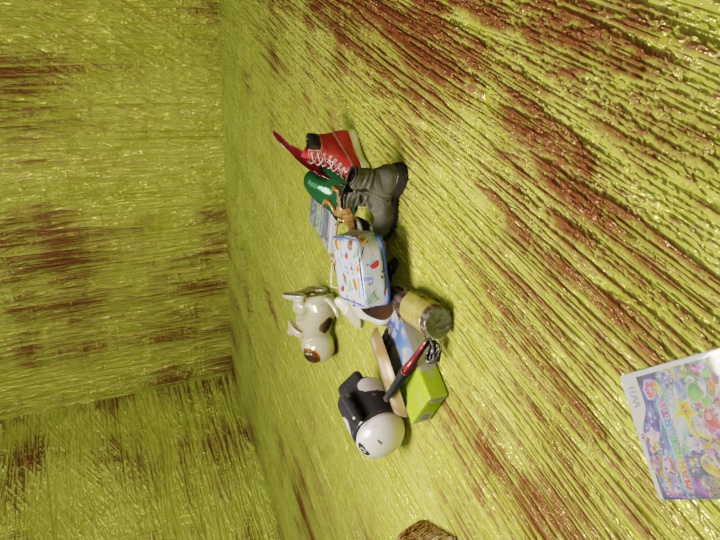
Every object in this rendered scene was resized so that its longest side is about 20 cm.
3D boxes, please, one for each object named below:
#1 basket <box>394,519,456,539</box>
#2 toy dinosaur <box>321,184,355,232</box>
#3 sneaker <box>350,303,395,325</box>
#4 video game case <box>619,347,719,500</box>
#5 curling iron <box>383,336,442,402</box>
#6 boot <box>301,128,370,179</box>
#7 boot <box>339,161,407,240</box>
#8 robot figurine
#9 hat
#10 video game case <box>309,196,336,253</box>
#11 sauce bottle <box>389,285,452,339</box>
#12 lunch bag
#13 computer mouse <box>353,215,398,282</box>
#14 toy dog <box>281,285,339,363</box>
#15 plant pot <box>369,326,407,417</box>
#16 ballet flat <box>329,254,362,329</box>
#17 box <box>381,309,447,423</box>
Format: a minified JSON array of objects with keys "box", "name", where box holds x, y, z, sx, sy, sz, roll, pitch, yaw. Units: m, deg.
[{"box":[0.119,0.638,1.347,0.149,0.140,0.205,165,97,-69],"name":"basket"},{"box":[-0.039,-0.145,1.445,0.106,0.060,0.201,42,165,31],"name":"toy dinosaur"},{"box":[0.031,0.086,1.519,0.199,0.072,0.085,37,162,55],"name":"sneaker"},{"box":[0.361,0.162,0.687,0.200,0.018,0.146,132,127,-65],"name":"video game case"},{"box":[0.095,0.198,1.280,0.201,0.025,0.050,-52,46,37],"name":"curling iron"},{"box":[-0.057,-0.232,1.501,0.073,0.141,0.203,117,139,-54],"name":"boot"},{"box":[0.014,-0.141,1.360,0.202,0.128,0.068,103,150,-45],"name":"boot"},{"box":[0.020,0.329,1.504,0.201,0.147,0.127,56,143,42],"name":"robot figurine"},{"box":[-0.124,-0.209,1.608,0.202,0.173,0.167,63,143,33],"name":"hat"},{"box":[-0.102,-0.180,1.813,0.183,0.023,0.204,-122,31,-49],"name":"video game case"},{"box":[0.106,0.073,1.283,0.200,0.063,0.066,-147,51,-63],"name":"sauce bottle"},{"box":[0.000,0.000,1.399,0.200,0.074,0.164,-163,63,-71],"name":"lunch bag"},{"box":[0.032,-0.049,1.475,0.111,0.043,0.202,97,152,-51],"name":"computer mouse"},{"box":[-0.121,0.158,1.876,0.190,0.139,0.205,5,104,32],"name":"toy dog"},{"box":[0.057,0.223,1.427,0.200,0.027,0.204,161,91,-89],"name":"plant pot"},{"box":[-0.043,0.052,1.680,0.069,0.068,0.205,153,108,-68],"name":"ballet flat"},{"box":[0.106,0.194,1.351,0.123,0.047,0.203,112,145,-52],"name":"box"}]
